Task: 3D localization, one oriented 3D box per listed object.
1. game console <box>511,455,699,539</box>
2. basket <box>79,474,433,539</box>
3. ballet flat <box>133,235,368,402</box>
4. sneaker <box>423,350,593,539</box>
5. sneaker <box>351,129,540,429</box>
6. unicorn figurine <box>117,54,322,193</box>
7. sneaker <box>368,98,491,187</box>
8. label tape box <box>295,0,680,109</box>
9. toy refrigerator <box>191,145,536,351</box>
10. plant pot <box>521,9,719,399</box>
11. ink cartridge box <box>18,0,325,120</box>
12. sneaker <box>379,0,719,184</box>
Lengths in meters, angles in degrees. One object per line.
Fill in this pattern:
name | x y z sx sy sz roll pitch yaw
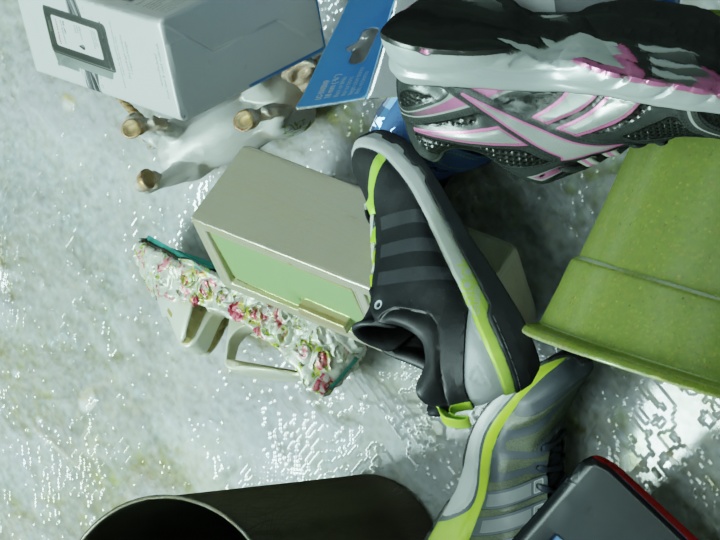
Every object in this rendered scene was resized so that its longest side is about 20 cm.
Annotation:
game console | 0.142 0.227 1.352 0.177 0.031 0.200 41 119 6
basket | -0.053 0.193 1.433 0.180 0.200 0.136 -20 81 38
ballet flat | -0.082 0.031 1.520 0.200 0.076 0.064 20 81 37
sneaker | 0.101 0.134 1.395 0.081 0.074 0.200 32 119 22
sneaker | 0.025 0.002 1.319 0.083 0.072 0.200 -28 53 -4
unicorn figurine | -0.098 -0.092 1.506 0.199 0.137 0.074 -7 93 22
sneaker | 0.072 -0.096 1.387 0.082 0.074 0.200 49 123 22
label tape box | 0.069 -0.153 1.266 0.199 0.144 0.063 -3 120 15
toy refrigerator | 0.000 0.000 1.421 0.200 0.076 0.070 21 63 28
plant pot | 0.207 -0.029 1.228 0.200 0.200 0.191 18 92 37
ink cartridge box | -0.130 -0.162 1.444 0.200 0.116 0.068 22 132 46
sneaker | 0.111 -0.085 1.175 0.199 0.080 0.087 11 128 20
